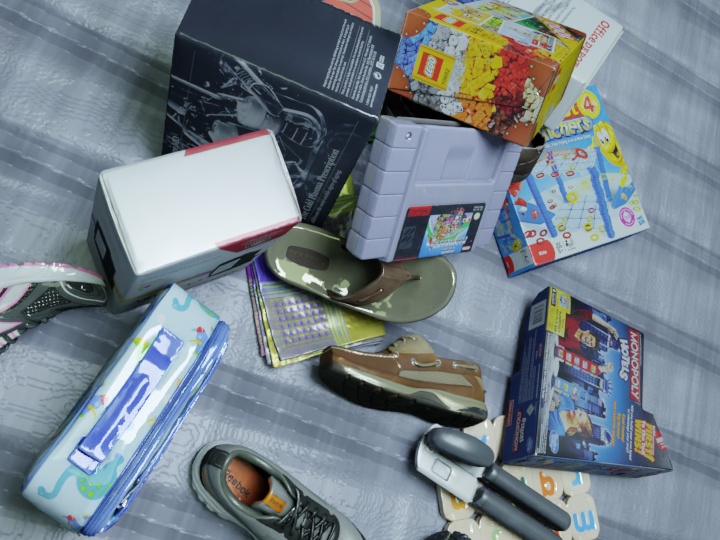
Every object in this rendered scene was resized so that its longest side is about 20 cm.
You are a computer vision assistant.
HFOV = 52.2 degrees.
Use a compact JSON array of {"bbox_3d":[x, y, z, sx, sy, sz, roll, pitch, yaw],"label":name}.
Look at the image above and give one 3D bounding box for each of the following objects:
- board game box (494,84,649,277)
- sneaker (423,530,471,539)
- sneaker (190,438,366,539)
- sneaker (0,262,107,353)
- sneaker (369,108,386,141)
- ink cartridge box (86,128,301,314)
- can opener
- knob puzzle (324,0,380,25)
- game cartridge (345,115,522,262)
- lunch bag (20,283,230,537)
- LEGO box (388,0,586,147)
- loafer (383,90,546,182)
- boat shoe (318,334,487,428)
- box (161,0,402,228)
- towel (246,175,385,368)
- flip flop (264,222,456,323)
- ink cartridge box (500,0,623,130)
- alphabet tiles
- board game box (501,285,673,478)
[{"bbox_3d":[0.242,-0.116,0.919,0.196,0.056,0.200,-16,83,-26],"label":"board game box"},{"bbox_3d":[0.040,0.340,0.703,0.197,0.077,0.087,-25,97,-21],"label":"sneaker"},{"bbox_3d":[-0.069,0.230,0.682,0.199,0.079,0.075,38,63,-11],"label":"sneaker"},{"bbox_3d":[-0.320,0.041,0.636,0.195,0.080,0.089,-5,90,-16],"label":"sneaker"},{"bbox_3d":[0.027,-0.186,0.830,0.196,0.083,0.076,-17,82,-26],"label":"sneaker"},{"bbox_3d":[-0.154,-0.036,0.649,0.143,0.199,0.085,-21,87,-25],"label":"ink cartridge box"},{"bbox_3d":[0.144,0.228,0.764,0.198,0.067,0.054,35,65,-9],"label":"can opener"},{"bbox_3d":[-0.062,-0.287,0.808,0.214,0.031,0.224,2,61,-4],"label":"knob puzzle"},{"bbox_3d":[0.078,-0.076,0.703,0.197,0.038,0.133,-8,118,-44],"label":"game cartridge"},{"bbox_3d":[-0.193,0.116,0.613,0.082,0.160,0.202,35,65,-10],"label":"lunch bag"},{"bbox_3d":[0.133,-0.212,0.742,0.146,0.078,0.200,25,33,12],"label":"LEGO box"},{"bbox_3d":[0.117,-0.165,0.788,0.196,0.071,0.075,19,62,-19],"label":"loafer"},{"bbox_3d":[0.048,0.108,0.773,0.197,0.075,0.076,21,63,-25],"label":"boat shoe"},{"bbox_3d":[-0.083,-0.156,0.696,0.178,0.200,0.106,21,60,-8],"label":"box"},{"bbox_3d":[-0.052,-0.007,0.783,0.140,0.023,0.205,-7,79,-24],"label":"towel"},{"bbox_3d":[0.000,0.000,0.729,0.195,0.058,0.083,17,89,-5],"label":"flip flop"},{"bbox_3d":[0.198,-0.285,0.892,0.198,0.084,0.147,36,55,8],"label":"ink cartridge box"},{"bbox_3d":[0.176,0.261,0.814,0.195,0.015,0.201,-3,75,-24],"label":"alphabet tiles"},{"bbox_3d":[0.269,0.153,0.849,0.197,0.062,0.204,26,59,-18],"label":"board game box"}]
